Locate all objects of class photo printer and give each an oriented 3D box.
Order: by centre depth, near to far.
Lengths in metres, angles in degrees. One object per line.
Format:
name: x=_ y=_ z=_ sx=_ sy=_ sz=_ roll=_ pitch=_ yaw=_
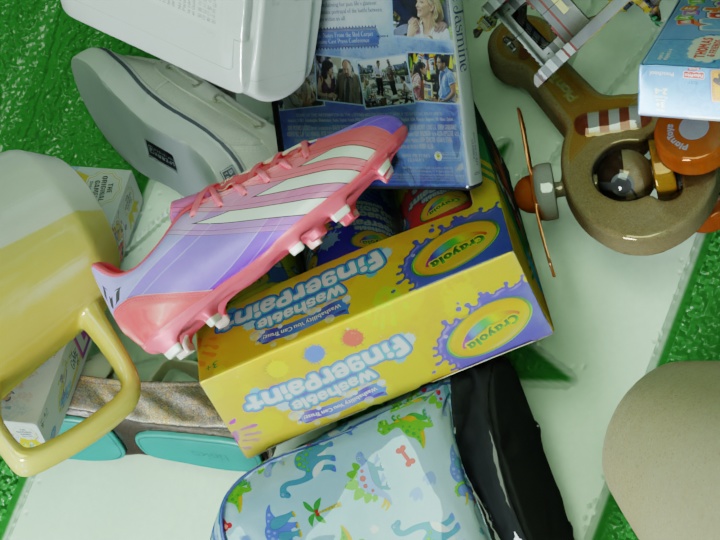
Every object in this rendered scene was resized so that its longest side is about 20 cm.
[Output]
photo printer: x=-0.108 y=-0.207 z=1.280 sx=0.199 sy=0.069 sz=0.168 roll=26 pitch=121 yaw=38

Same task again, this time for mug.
mug: x=-0.219 y=0.020 z=1.294 sx=0.153 sy=0.149 sz=0.187 roll=-32 pitch=99 yaw=-24

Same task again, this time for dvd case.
dvd case: x=0.000 y=-0.146 z=1.268 sx=0.142 sy=0.018 sz=0.202 roll=3 pitch=106 yaw=38

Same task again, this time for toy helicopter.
toy helicopter: x=0.134 y=-0.082 z=1.334 sx=0.132 sy=0.079 sz=0.200 roll=-33 pitch=55 yaw=-6

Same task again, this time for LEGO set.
LEGO set: x=0.100 y=-0.201 z=1.317 sx=0.116 sy=0.154 sz=0.200 roll=-43 pitch=98 yaw=17

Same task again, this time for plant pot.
plant pot: x=0.229 y=0.127 z=1.197 sx=0.188 sy=0.187 sz=0.200 roll=-56 pitch=39 yaw=-3

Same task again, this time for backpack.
backpack: x=0.009 y=0.156 z=1.285 sx=0.199 sy=0.154 sz=0.164 roll=-20 pitch=81 yaw=23

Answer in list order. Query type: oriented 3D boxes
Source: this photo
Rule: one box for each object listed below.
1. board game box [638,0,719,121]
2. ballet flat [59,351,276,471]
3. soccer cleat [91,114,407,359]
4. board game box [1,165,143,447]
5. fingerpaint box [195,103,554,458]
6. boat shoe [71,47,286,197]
board game box: x=0.273 y=-0.122 z=1.270 sx=0.199 sy=0.151 sz=0.037 roll=7 pitch=115 yaw=16
ballet flat: x=-0.143 y=0.086 z=1.380 sx=0.198 sy=0.068 sz=0.068 roll=6 pitch=59 yaw=12
soccer cleat: x=-0.062 y=-0.032 z=1.244 sx=0.200 sy=0.067 sz=0.077 roll=-41 pitch=85 yaw=2
board game box: x=-0.231 y=0.018 z=1.388 sx=0.133 sy=0.034 sz=0.201 roll=5 pitch=54 yaw=15
fingerpaint box: x=0.000 y=0.000 z=1.308 sx=0.199 sy=0.074 sz=0.167 roll=-22 pitch=37 yaw=10
boat shoe: x=-0.113 y=-0.100 z=1.394 sx=0.070 sy=0.071 sz=0.200 roll=-30 pitch=37 yaw=-23
